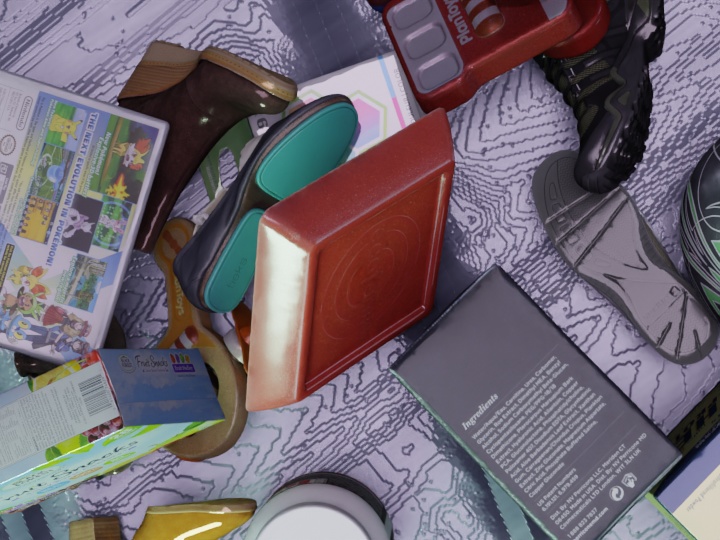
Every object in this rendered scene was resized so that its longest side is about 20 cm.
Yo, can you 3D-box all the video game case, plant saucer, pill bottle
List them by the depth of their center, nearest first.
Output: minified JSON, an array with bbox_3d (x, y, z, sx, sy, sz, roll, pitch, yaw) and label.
[{"bbox_3d":[-0.258,-0.043,1.542,0.181,0.022,0.201,17,82,-8],"label":"video game case"},{"bbox_3d":[0.000,0.000,1.549,0.037,0.200,0.200,34,48,28],"label":"plant saucer"},{"bbox_3d":[-0.032,0.218,1.574,0.115,0.200,0.117,0,88,2],"label":"pill bottle"}]

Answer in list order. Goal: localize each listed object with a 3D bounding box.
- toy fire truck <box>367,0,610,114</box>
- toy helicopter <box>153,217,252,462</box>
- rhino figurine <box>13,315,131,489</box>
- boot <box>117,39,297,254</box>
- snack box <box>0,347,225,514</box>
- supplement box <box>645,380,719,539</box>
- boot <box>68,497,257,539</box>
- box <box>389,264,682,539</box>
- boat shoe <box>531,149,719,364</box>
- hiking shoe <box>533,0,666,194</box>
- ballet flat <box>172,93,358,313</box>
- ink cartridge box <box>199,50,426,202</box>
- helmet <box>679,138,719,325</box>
[{"bbox_3d":[0.089,-0.228,1.604,0.167,0.112,0.201,-27,51,7],"label":"toy fire truck"},{"bbox_3d":[-0.128,0.050,1.630,0.132,0.079,0.201,-21,67,32],"label":"toy helicopter"},{"bbox_3d":[-0.230,0.076,1.654,0.087,0.060,0.201,-10,87,5],"label":"rhino figurine"},{"bbox_3d":[-0.134,-0.090,1.605,0.072,0.200,0.167,20,87,-39],"label":"boot"},{"bbox_3d":[-0.227,0.122,1.523,0.199,0.169,0.068,-26,79,18],"label":"snack box"},{"bbox_3d":[0.328,0.187,1.564,0.200,0.200,0.134,44,90,2],"label":"supplement box"},{"bbox_3d":[-0.152,0.258,1.612,0.200,0.071,0.145,-15,79,36],"label":"boot"},{"bbox_3d":[0.129,0.106,1.574,0.117,0.197,0.200,-45,88,-1],"label":"box"},{"bbox_3d":[0.211,-0.009,1.646,0.074,0.065,0.202,-42,84,2],"label":"boat shoe"},{"bbox_3d":[0.183,-0.150,1.633,0.100,0.076,0.201,6,62,18],"label":"hiking shoe"},{"bbox_3d":[-0.081,-0.061,1.589,0.073,0.073,0.200,34,91,2],"label":"ballet flat"},{"bbox_3d":[-0.033,-0.099,1.652,0.199,0.059,0.104,-18,88,1],"label":"ink cartridge box"},{"bbox_3d":[0.341,-0.026,1.572,0.190,0.200,0.201,9,89,0],"label":"helmet"}]
